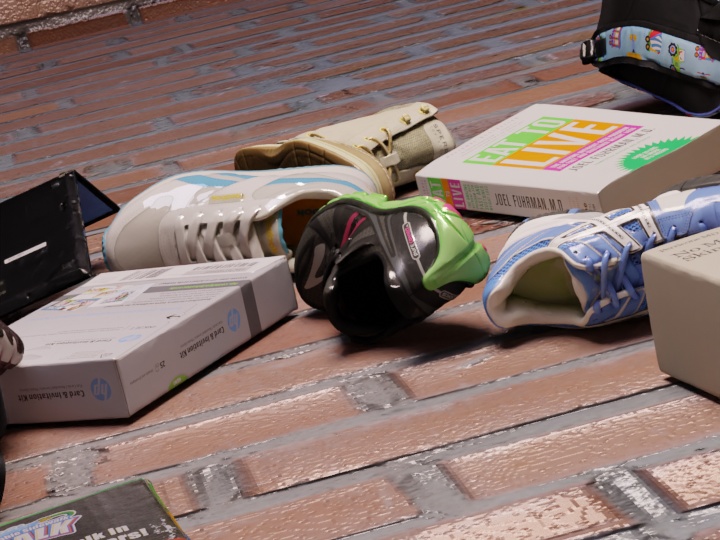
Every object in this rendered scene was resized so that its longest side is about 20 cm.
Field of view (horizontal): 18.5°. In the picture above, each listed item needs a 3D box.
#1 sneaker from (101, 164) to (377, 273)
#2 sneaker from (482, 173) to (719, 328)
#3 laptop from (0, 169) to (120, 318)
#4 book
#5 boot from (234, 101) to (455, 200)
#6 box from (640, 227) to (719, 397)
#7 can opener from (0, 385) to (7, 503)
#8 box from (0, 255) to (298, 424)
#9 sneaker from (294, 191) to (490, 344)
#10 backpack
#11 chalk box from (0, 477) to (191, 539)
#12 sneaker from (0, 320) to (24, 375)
[{"bbox_3d":[-0.084,-0.031,1.551,0.199,0.077,0.081,-12,14,0],"label":"sneaker"},{"bbox_3d":[0.159,-0.001,1.248,0.200,0.076,0.077,-15,16,34],"label":"sneaker"},{"bbox_3d":[-0.264,0.012,1.613,0.177,0.103,0.200,-25,38,5],"label":"laptop"},{"bbox_3d":[0.152,-0.073,1.597,0.133,0.048,0.200,-26,21,-33],"label":"book"},{"bbox_3d":[0.011,-0.083,1.701,0.154,0.072,0.200,-17,13,-27],"label":"boot"},{"bbox_3d":[0.216,0.027,1.065,0.082,0.069,0.200,-17,15,-17],"label":"box"},{"bbox_3d":[-0.240,0.125,1.104,0.063,0.079,0.200,3,28,25],"label":"can opener"},{"bbox_3d":[-0.155,0.043,1.395,0.156,0.041,0.200,-6,14,31],"label":"box"},{"bbox_3d":[0.000,0.000,1.349,0.084,0.077,0.200,-40,11,-22],"label":"sneaker"},{"bbox_3d":[0.287,-0.216,1.777,0.134,0.183,0.200,-1,21,-28],"label":"backpack"},{"bbox_3d":[-0.101,0.154,0.727,0.125,0.124,0.200,-16,13,-12],"label":"chalk box"},{"bbox_3d":[-0.253,0.059,1.227,0.116,0.076,0.200,-49,-1,-6],"label":"sneaker"}]
